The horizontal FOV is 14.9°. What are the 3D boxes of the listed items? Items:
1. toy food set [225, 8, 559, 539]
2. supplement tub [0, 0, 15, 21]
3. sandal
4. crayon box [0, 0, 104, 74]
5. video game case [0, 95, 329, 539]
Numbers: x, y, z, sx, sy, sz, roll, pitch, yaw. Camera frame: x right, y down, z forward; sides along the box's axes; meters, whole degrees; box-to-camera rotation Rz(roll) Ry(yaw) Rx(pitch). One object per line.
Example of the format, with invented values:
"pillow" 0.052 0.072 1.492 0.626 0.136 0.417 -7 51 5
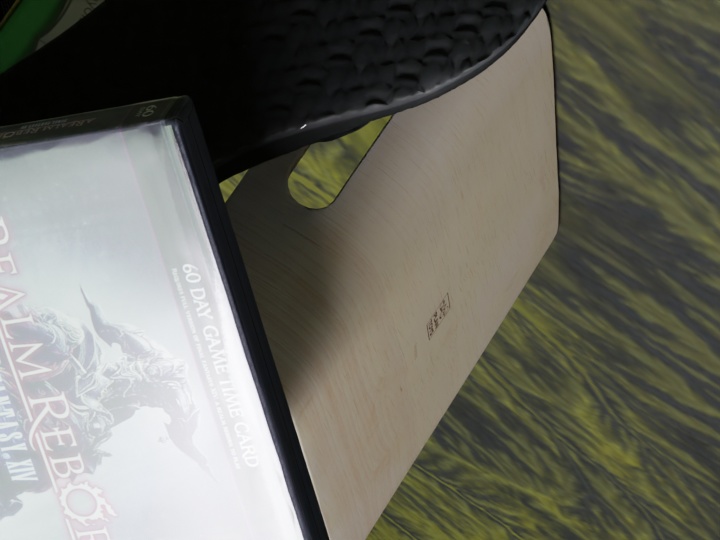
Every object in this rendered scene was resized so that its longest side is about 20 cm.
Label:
"toy food set" 0.000 0.000 0.856 0.060 0.144 0.200 28 161 17
"supplement tub" -0.172 -0.068 0.977 0.122 0.123 0.200 29 179 17
"sandal" -0.038 -0.055 0.747 0.076 0.200 0.048 61 179 6
"crayon box" -0.098 -0.035 0.845 0.058 0.201 0.173 33 162 -2
"video game case" -0.118 0.036 0.727 0.199 0.019 0.144 -8 115 19
